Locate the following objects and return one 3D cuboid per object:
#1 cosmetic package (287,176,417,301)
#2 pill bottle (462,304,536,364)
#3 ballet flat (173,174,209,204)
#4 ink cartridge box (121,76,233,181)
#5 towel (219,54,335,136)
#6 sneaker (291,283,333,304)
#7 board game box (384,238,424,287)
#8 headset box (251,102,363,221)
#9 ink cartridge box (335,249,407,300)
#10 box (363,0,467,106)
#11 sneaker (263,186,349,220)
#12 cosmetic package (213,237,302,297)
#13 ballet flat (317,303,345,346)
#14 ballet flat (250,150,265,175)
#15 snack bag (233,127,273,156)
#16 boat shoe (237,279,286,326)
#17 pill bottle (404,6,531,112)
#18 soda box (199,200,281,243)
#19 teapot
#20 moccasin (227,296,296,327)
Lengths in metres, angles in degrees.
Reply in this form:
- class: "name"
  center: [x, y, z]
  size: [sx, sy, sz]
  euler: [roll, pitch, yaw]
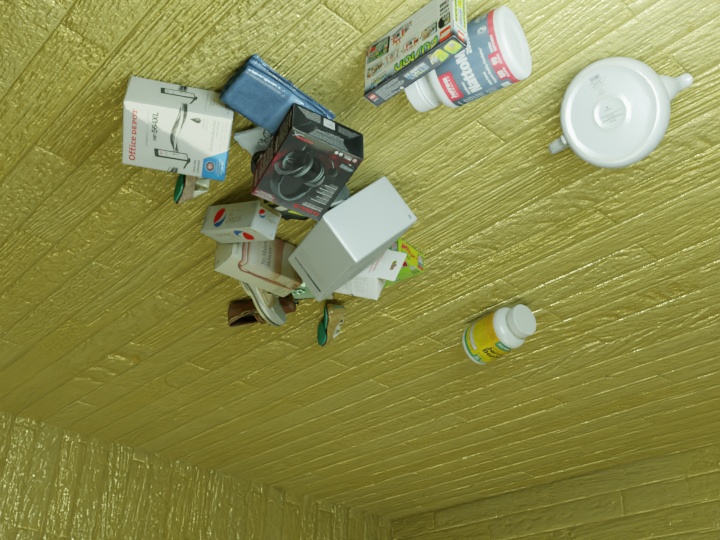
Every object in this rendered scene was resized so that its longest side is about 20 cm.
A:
- class: "cosmetic package"
  center: [-0.019, -0.066, 1.755]
  size: [0.124, 0.198, 0.200]
  euler: [52, 143, 4]
- class: "pill bottle"
  center: [0.374, 0.168, 2.235]
  size: [0.111, 0.115, 0.199]
  euler: [20, 145, -28]
- class: "ballet flat"
  center: [-0.340, -0.194, 1.720]
  size: [0.066, 0.069, 0.200]
  euler: [10, 150, -18]
- class: "ink cartridge box"
  center: [-0.340, -0.262, 1.552]
  size: [0.196, 0.085, 0.148]
  euler: [8, 132, -10]
- class: "towel"
  center: [-0.152, -0.299, 1.519]
  size: [0.198, 0.049, 0.111]
  euler: [30, 133, -31]
- class: "sneaker"
  center: [-0.133, 0.023, 2.057]
  size: [0.115, 0.075, 0.201]
  euler: [-6, 152, 2]
- class: "board game box"
  center: [0.049, -0.005, 2.029]
  size: [0.198, 0.048, 0.101]
  euler: [-23, 141, 35]
- class: "headset box"
  center: [-0.104, -0.190, 1.546]
  size: [0.147, 0.078, 0.200]
  euler: [21, 133, -22]
- class: "ink cartridge box"
  center: [0.000, 0.000, 1.918]
  size: [0.196, 0.117, 0.069]
  euler: [10, 128, 16]
- class: "box"
  center: [0.086, -0.363, 1.358]
  size: [0.034, 0.112, 0.198]
  euler: [27, 142, -37]
- class: "sneaker"
  center: [-0.107, -0.152, 1.781]
  size: [0.196, 0.076, 0.085]
  euler: [-2, 157, 24]
- class: "cosmetic package"
  center: [-0.237, -0.026, 1.961]
  size: [0.198, 0.105, 0.087]
  euler: [22, 143, -33]
- class: "ballet flat"
  center: [-0.078, 0.154, 2.295]
  size: [0.062, 0.070, 0.201]
  euler: [-6, 153, -14]
- class: "ballet flat"
  center: [-0.124, -0.213, 1.630]
  size: [0.195, 0.074, 0.073]
  euler: [-1, 150, 10]
- class: "snack bag"
  center: [-0.126, -0.242, 1.667]
  size: [0.196, 0.022, 0.189]
  euler: [-13, 146, 23]
- class: "boat shoe"
  center: [-0.235, 0.061, 2.103]
  size: [0.067, 0.075, 0.201]
  euler: [-25, 125, 13]
- class: "pill bottle"
  center: [0.171, -0.340, 1.379]
  size: [0.197, 0.122, 0.119]
  euler: [-19, 144, 31]
- class: "soda box"
  center: [-0.262, -0.104, 1.810]
  size: [0.198, 0.065, 0.068]
  euler: [0, 157, 47]
- class: "teapot"
  center: [0.445, -0.272, 1.454]
  size: [0.197, 0.201, 0.145]
  euler: [23, -162, 22]
- class: "moccasin"
  center: [-0.265, 0.114, 2.221]
  size: [0.197, 0.079, 0.074]
  euler: [-7, 146, 12]
